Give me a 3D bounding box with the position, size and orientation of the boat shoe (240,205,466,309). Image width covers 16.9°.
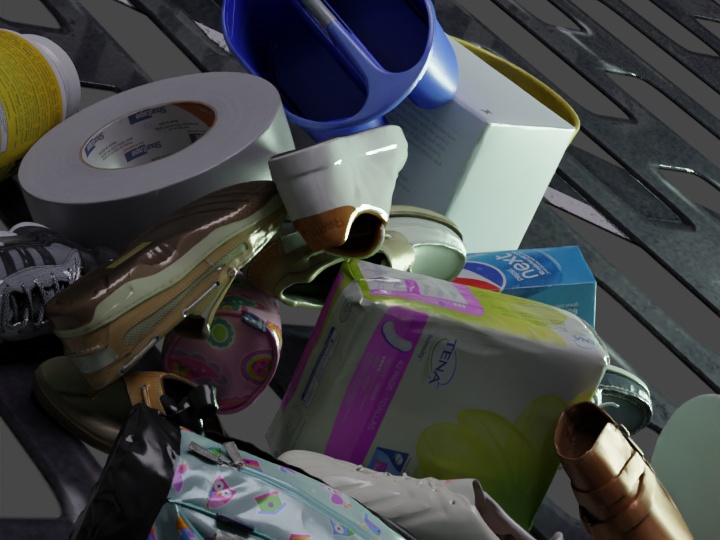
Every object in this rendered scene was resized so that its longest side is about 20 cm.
[{"bbox_3d":[0.000,0.000,1.707,0.199,0.075,0.068,-1,41,-37],"label":"boat shoe"}]

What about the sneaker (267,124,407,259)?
[{"bbox_3d":[-0.010,-0.050,1.660,0.085,0.073,0.200,71,20,-3],"label":"sneaker"}]

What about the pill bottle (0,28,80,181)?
[{"bbox_3d":[-0.289,-0.119,1.807,0.112,0.113,0.200,29,23,11],"label":"pill bottle"}]

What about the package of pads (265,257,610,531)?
[{"bbox_3d":[0.055,0.083,1.648,0.199,0.155,0.068,15,23,-23],"label":"package of pads"}]

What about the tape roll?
[{"bbox_3d":[-0.145,-0.071,1.760,0.199,0.066,0.201,-13,28,7],"label":"tape roll"}]

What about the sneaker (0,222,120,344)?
[{"bbox_3d":[-0.207,0.018,1.602,0.113,0.076,0.200,13,16,14],"label":"sneaker"}]

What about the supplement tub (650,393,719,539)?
[{"bbox_3d":[0.325,0.164,1.764,0.199,0.141,0.140,10,26,-31],"label":"supplement tub"}]

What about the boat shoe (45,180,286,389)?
[{"bbox_3d":[-0.119,0.011,1.590,0.200,0.076,0.072,-34,20,-33],"label":"boat shoe"}]

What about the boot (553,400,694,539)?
[{"bbox_3d":[0.185,0.179,1.579,0.155,0.073,0.200,60,-2,-20],"label":"boot"}]

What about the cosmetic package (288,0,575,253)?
[{"bbox_3d":[0.032,-0.081,1.937,0.123,0.201,0.199,-2,34,-48],"label":"cosmetic package"}]

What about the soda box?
[{"bbox_3d":[0.073,0.030,1.813,0.199,0.068,0.064,-4,27,-9],"label":"soda box"}]

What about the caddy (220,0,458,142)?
[{"bbox_3d":[-0.018,-0.178,1.825,0.200,0.141,0.105,51,1,34],"label":"caddy"}]

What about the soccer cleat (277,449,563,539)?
[{"bbox_3d":[0.039,0.157,1.567,0.199,0.078,0.069,27,22,8],"label":"soccer cleat"}]

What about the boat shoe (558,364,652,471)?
[{"bbox_3d":[0.139,0.106,1.791,0.199,0.075,0.062,9,25,-31],"label":"boat shoe"}]

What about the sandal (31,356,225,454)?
[{"bbox_3d":[-0.120,0.098,1.561,0.199,0.054,0.080,28,21,23],"label":"sandal"}]

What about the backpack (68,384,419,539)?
[{"bbox_3d":[-0.065,0.178,1.340,0.199,0.167,0.127,25,41,-6],"label":"backpack"}]

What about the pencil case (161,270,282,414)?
[{"bbox_3d":[-0.103,0.021,1.721,0.087,0.088,0.200,19,23,-13],"label":"pencil case"}]

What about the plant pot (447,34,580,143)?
[{"bbox_3d":[0.072,-0.107,2.113,0.199,0.142,0.200,22,20,-9],"label":"plant pot"}]
